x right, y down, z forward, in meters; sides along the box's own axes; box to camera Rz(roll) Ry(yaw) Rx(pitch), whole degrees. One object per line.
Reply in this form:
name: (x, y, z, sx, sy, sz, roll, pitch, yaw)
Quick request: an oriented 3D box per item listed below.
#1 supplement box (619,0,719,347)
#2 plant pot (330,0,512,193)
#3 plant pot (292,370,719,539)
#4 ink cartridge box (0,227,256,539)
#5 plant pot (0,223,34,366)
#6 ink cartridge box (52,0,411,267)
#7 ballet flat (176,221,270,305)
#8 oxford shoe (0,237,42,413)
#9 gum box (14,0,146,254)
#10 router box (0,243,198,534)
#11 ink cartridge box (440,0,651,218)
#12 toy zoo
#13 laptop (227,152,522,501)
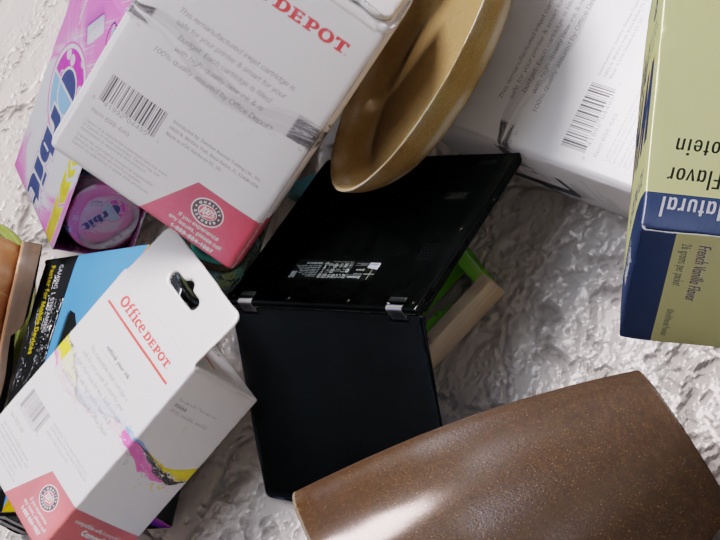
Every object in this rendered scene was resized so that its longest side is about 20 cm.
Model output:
supplement box: (0.246, -0.070, 1.075, 0.198, 0.134, 0.201, 6, 66, 5)
plant pot: (0.043, -0.133, 1.268, 0.200, 0.027, 0.201, -54, 19, 28)
plant pot: (0.095, 0.147, 1.120, 0.199, 0.187, 0.187, -33, 47, 0)
ink cartridge box: (-0.147, 0.084, 1.335, 0.200, 0.067, 0.117, -48, 47, 8)
plant pot: (-0.383, 0.014, 1.559, 0.199, 0.184, 0.202, -19, 55, 29)
ink cartridge box: (-0.080, -0.129, 1.290, 0.200, 0.145, 0.085, -54, 3, 27)
ballet flat: (-0.089, -0.055, 1.436, 0.074, 0.074, 0.201, -14, 38, 33)
oxford shoe: (-0.290, 0.071, 1.506, 0.071, 0.071, 0.202, 175, 107, -81)
gum box: (-0.183, -0.125, 1.498, 0.114, 0.066, 0.201, 57, 132, 47)
router box: (-0.180, 0.083, 1.446, 0.148, 0.051, 0.202, -8, 60, 35)
ink cartridge box: (0.148, -0.120, 1.274, 0.199, 0.085, 0.146, 25, 84, 43)
toy zoo: (0.000, 0.000, 1.371, 0.131, 0.020, 0.200, -47, 45, 8)
laptop: (0.017, 0.038, 1.291, 0.186, 0.116, 0.201, 2, 50, 49)
